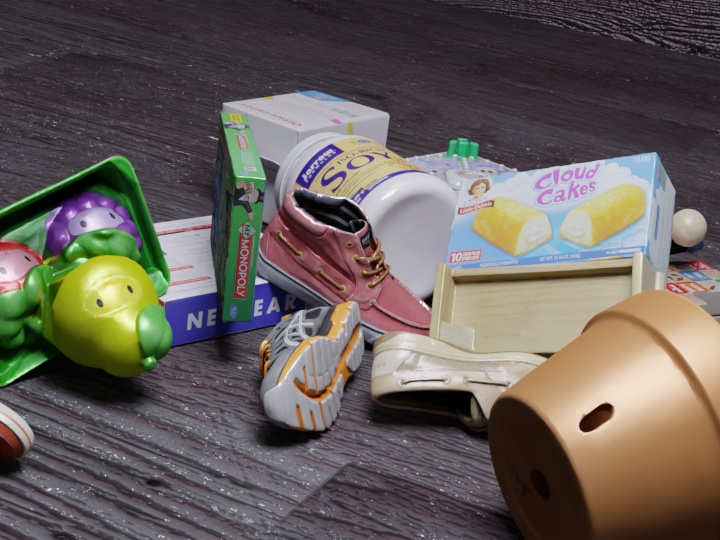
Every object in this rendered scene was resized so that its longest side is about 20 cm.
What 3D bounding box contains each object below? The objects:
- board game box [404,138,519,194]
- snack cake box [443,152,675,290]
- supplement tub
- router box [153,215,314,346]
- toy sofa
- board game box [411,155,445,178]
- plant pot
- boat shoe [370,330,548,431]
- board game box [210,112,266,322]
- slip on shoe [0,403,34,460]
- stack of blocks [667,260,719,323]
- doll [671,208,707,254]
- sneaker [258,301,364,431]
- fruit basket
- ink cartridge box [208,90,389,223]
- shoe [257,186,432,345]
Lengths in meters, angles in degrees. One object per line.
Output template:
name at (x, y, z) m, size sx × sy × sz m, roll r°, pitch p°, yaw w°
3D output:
board game box at (0.134, -0.114, 1.608) m, size 0.199 × 0.026 × 0.199 m, roll 26°, pitch 27°, yaw 38°
snack cake box at (0.185, -0.034, 1.238) m, size 0.199 × 0.067 × 0.116 m, roll -7°, pitch 54°, yaw 29°
supplement tub at (0.006, -0.061, 1.422) m, size 0.145 × 0.146 × 0.200 m, roll -5°, pitch 24°, yaw -31°
router box at (-0.164, 0.005, 1.321) m, size 0.199 × 0.049 × 0.179 m, roll -10°, pitch 27°, yaw -40°
toy sofa at (0.167, 0.042, 1.174) m, size 0.199 × 0.083 × 0.098 m, roll -4°, pitch -23°, yaw 26°
board game box at (0.133, -0.070, 1.615) m, size 0.199 × 0.062 × 0.200 m, roll 14°, pitch 21°, yaw 12°
plant pot at (0.185, 0.130, 0.950) m, size 0.139 × 0.201 × 0.200 m, roll -19°, pitch 30°, yaw -20°
boat shoe at (0.104, 0.108, 1.143) m, size 0.199 × 0.071 × 0.065 m, roll 11°, pitch 55°, yaw -6°
board game box at (-0.116, -0.054, 1.233) m, size 0.029 × 0.135 × 0.200 m, roll 4°, pitch 22°, yaw -11°
slip on shoe at (-0.338, 0.115, 0.961) m, size 0.199 × 0.074 × 0.062 m, roll 11°, pitch 54°, yaw -9°
stack of blocks at (0.311, 0.040, 1.393) m, size 0.199 × 0.059 × 0.115 m, roll -3°, pitch 23°, yaw -28°
doll at (0.310, -0.028, 1.467) m, size 0.136 × 0.049 × 0.200 m, roll -2°, pitch -8°, yaw -25°
sneaker at (-0.054, 0.083, 1.139) m, size 0.077 × 0.079 × 0.200 m, roll -1°, pitch 15°, yaw 15°
fruit basket at (-0.245, 0.009, 1.122) m, size 0.214 × 0.156 × 0.216 m, roll -15°, pitch 20°, yaw 6°
ink cartridge box at (-0.080, -0.136, 1.614) m, size 0.128 × 0.126 × 0.199 m, roll 22°, pitch 25°, yaw 34°
shoe at (0.000, 0.000, 1.261) m, size 0.199 × 0.091 × 0.072 m, roll 29°, pitch 37°, yaw -2°
